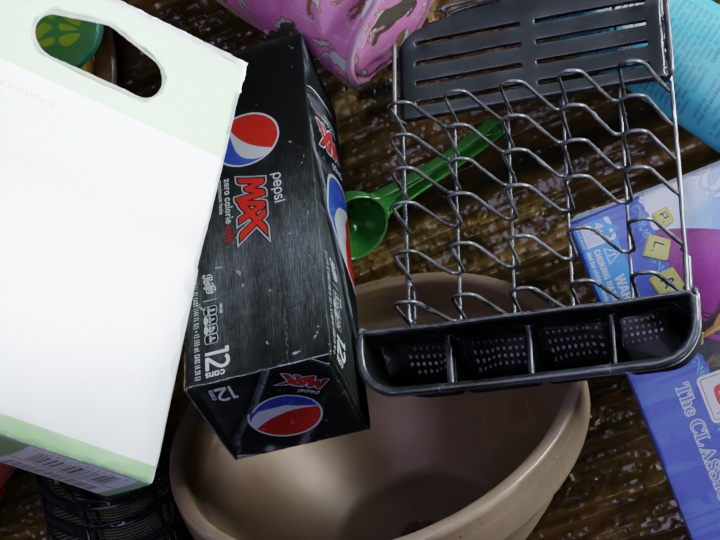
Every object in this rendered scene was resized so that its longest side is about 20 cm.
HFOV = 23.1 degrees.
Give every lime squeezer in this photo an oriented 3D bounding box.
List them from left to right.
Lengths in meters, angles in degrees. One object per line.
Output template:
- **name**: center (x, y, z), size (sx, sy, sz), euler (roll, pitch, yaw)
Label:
- **lime squeezer**: center (0.000, 0.000, 0.868), size (0.070, 0.038, 0.201), euler (18, 58, 26)

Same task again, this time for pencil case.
- **pencil case**: center (-0.050, -0.177, 0.900), size (0.200, 0.087, 0.083), euler (37, 67, 16)

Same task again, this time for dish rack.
- **dish rack**: center (0.076, -0.042, 0.794), size (0.152, 0.055, 0.201), euler (-7, 71, 20)

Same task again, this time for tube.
- **tube**: center (0.178, -0.088, 0.838), size (0.199, 0.050, 0.078), euler (34, 107, 12)

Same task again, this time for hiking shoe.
- **hiking shoe**: center (-0.129, 0.124, 0.897), size (0.075, 0.101, 0.201), euler (-23, 79, -17)

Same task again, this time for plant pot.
- **plant pot**: center (0.018, 0.097, 0.838), size (0.199, 0.201, 0.093), euler (-9, 124, 18)

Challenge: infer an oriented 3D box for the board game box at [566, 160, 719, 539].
- **board game box**: center (0.223, 0.033, 0.803), size (0.198, 0.041, 0.201), euler (-22, 91, 17)

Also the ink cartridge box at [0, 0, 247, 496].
- **ink cartridge box**: center (-0.136, -0.022, 0.748), size (0.048, 0.145, 0.201), euler (-20, 54, 52)

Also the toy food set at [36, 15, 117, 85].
- **toy food set**: center (-0.226, -0.108, 0.974), size (0.199, 0.049, 0.199), euler (25, 96, 18)

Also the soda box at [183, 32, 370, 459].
- **soda box**: center (-0.043, -0.015, 0.827), size (0.070, 0.063, 0.201), euler (-14, 51, 9)

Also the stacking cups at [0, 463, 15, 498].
- **stacking cups**: center (-0.237, 0.137, 0.933), size (0.061, 0.060, 0.200), euler (47, 121, 14)
